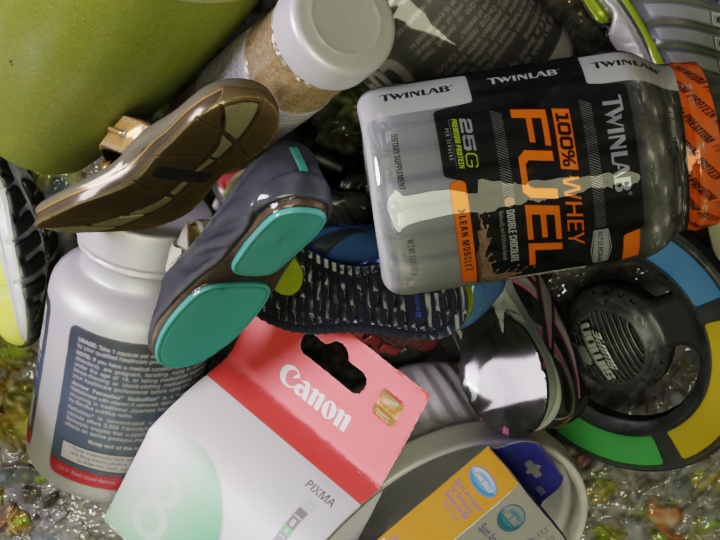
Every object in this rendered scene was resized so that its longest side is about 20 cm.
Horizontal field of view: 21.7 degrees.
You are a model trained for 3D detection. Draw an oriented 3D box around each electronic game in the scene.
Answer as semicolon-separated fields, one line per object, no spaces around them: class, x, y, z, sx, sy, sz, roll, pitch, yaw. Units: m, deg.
electronic game;0.172;0.045;1.260;0.199;0.042;0.201;18;124;28

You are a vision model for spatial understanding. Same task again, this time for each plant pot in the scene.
plant pot;-0.170;-0.160;1.173;0.186;0.188;0.200;28;129;-8

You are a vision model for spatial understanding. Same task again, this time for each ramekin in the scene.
ramekin;0.047;0.157;1.295;0.199;0.105;0.201;-13;131;-15

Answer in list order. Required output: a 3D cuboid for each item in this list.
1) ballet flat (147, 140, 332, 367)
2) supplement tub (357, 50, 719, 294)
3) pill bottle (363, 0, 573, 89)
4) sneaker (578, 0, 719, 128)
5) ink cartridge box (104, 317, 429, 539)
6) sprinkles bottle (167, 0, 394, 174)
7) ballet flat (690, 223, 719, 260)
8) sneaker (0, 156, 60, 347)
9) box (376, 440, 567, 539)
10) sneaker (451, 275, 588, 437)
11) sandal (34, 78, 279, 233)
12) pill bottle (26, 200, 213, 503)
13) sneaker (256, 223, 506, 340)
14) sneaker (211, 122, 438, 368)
ballet flat;-0.079;-0.014;1.173;0.073;0.073;0.200;33;136;-10
supplement tub;0.103;-0.059;1.089;0.198;0.123;0.123;-9;115;0
pill bottle;0.061;-0.139;1.182;0.200;0.113;0.113;42;112;-13
sneaker;0.210;-0.136;1.168;0.081;0.074;0.200;-39;83;13
ink cartridge box;-0.064;0.125;1.215;0.161;0.050;0.201;36;107;33
sprinkles bottle;-0.053;-0.118;1.144;0.068;0.068;0.200;39;151;-13
ballet flat;0.241;-0.037;1.239;0.067;0.069;0.201;-10;114;11
sneaker;-0.269;-0.040;1.285;0.090;0.078;0.202;-13;102;12
box;0.052;0.194;1.202;0.200;0.042;0.119;-39;145;1
sneaker;0.090;0.021;1.242;0.080;0.086;0.201;-28;66;30
sandal;-0.124;-0.073;1.141;0.080;0.054;0.200;9;149;-42
pill bottle;-0.159;0.046;1.287;0.119;0.120;0.201;13;116;-1
sneaker;0.000;0.000;1.207;0.199;0.078;0.067;7;112;29
sneaker;-0.005;-0.020;1.268;0.098;0.071;0.200;-38;105;23
